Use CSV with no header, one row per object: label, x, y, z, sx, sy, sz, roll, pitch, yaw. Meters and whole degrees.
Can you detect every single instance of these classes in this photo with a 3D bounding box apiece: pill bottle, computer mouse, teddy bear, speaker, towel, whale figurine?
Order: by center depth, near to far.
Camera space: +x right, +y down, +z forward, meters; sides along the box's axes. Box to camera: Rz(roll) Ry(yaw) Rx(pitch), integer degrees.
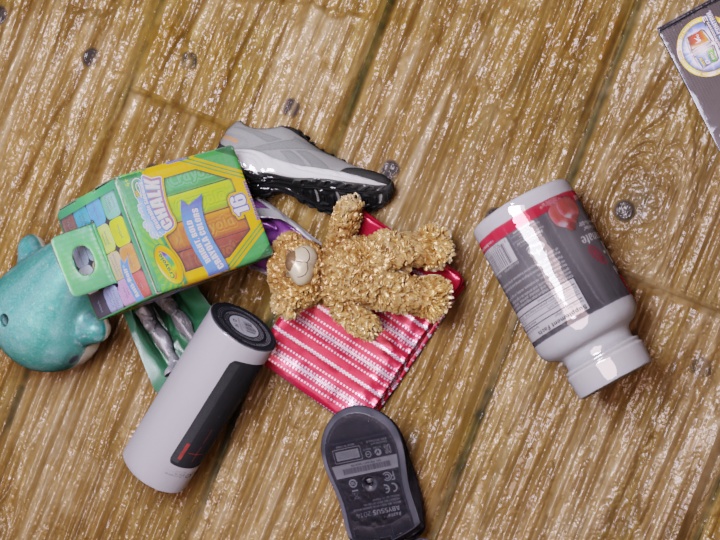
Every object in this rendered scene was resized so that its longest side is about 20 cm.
pill bottle,0.204,0.021,1.567,0.110,0.111,0.201,-30,81,13
teddy bear,0.000,0.000,1.605,0.198,0.067,0.146,18,96,7
computer mouse,0.013,0.231,1.645,0.137,0.053,0.202,-8,100,13
towel,-0.001,0.051,1.655,0.144,0.022,0.201,34,98,2
speaker,-0.171,0.135,1.661,0.081,0.081,0.201,39,111,13
whale figurine,-0.328,0.019,1.692,0.159,0.103,0.201,48,124,24

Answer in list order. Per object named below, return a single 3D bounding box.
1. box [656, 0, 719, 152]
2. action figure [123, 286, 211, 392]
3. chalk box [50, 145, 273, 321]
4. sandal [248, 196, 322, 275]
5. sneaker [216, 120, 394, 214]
box,0.406,-0.185,1.552,0.159,0.044,0.201,-27,81,13
action figure,-0.236,0.018,1.723,0.118,0.055,0.201,-38,75,14
chalk box,-0.213,-0.033,1.594,0.124,0.199,0.126,-21,91,48
sandal,-0.110,-0.034,1.687,0.201,0.050,0.083,24,94,14
sneaker,-0.059,-0.113,1.667,0.198,0.074,0.080,14,64,9
